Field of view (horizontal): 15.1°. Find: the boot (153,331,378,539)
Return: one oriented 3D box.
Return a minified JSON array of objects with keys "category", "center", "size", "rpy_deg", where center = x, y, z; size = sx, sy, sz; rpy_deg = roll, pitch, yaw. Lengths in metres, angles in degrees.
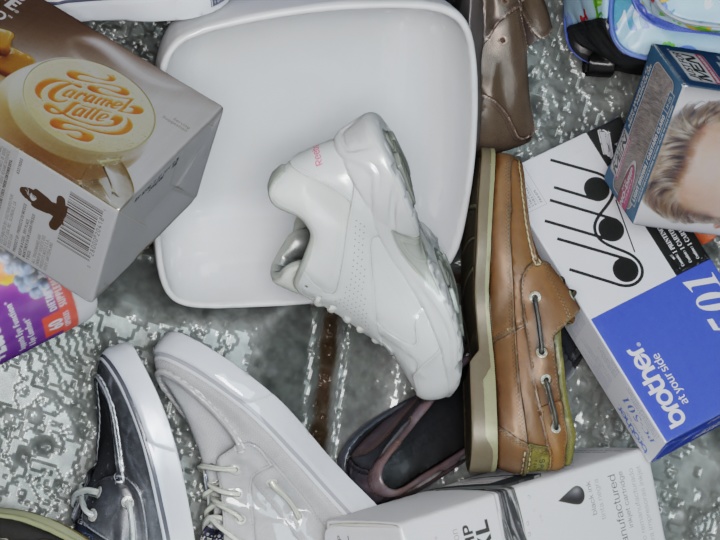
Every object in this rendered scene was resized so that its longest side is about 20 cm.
[{"category":"boot","center":[-0.071,0.135,1.640],"size":[0.200,0.074,0.096],"rpy_deg":[45,70,-12]}]

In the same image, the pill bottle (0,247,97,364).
[{"category":"pill bottle","center":[-0.264,0.021,1.573],"size":[0.200,0.111,0.112],"rpy_deg":[-28,96,-13]}]

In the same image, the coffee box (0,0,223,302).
[{"category":"coffee box","center":[-0.195,-0.087,1.523],"size":[0.200,0.080,0.114],"rpy_deg":[32,45,11]}]

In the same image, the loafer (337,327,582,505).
[{"category":"loafer","center":[0.076,0.081,1.688],"size":[0.200,0.063,0.072],"rpy_deg":[-38,99,-12]}]

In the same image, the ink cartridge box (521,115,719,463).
[{"category":"ink cartridge box","center":[0.171,0.010,1.687],"size":[0.094,0.044,0.200],"rpy_deg":[-25,74,-18]}]

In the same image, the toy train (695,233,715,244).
[{"category":"toy train","center":[0.275,-0.037,1.748],"size":[0.199,0.056,0.151],"rpy_deg":[-4,90,-15]}]

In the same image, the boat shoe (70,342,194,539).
[{"category":"boat shoe","center":[-0.142,0.146,1.630],"size":[0.068,0.072,0.201],"rpy_deg":[-13,100,-16]}]

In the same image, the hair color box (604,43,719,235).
[{"category":"hair color box","center":[0.262,-0.071,1.663],"size":[0.200,0.061,0.100],"rpy_deg":[6,119,-19]}]

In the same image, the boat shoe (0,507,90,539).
[{"category":"boat shoe","center":[-0.176,0.195,1.583],"size":[0.200,0.066,0.072],"rpy_deg":[21,107,11]}]

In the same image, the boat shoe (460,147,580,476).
[{"category":"boat shoe","center":[0.098,0.025,1.646],"size":[0.068,0.072,0.201],"rpy_deg":[1,82,-3]}]

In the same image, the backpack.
[{"category":"backpack","center":[0.230,-0.224,1.692],"size":[0.183,0.147,0.201],"rpy_deg":[3,86,-17]}]

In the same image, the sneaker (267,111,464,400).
[{"category":"sneaker","center":[0.000,0.000,1.611],"size":[0.099,0.078,0.200],"rpy_deg":[-18,122,7]}]

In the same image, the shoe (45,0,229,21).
[{"category":"shoe","center":[-0.172,-0.194,1.572],"size":[0.200,0.071,0.091],"rpy_deg":[0,118,24]}]

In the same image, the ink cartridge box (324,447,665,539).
[{"category":"ink cartridge box","center":[0.090,0.199,1.650],"size":[0.200,0.084,0.145],"rpy_deg":[-13,93,-35]}]

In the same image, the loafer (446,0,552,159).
[{"category":"loafer","center":[0.082,-0.165,1.697],"size":[0.071,0.073,0.201],"rpy_deg":[3,94,-25]}]

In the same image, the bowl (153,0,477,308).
[{"category":"bowl","center":[-0.034,-0.083,1.627],"size":[0.199,0.075,0.200],"rpy_deg":[-6,122,-14]}]
